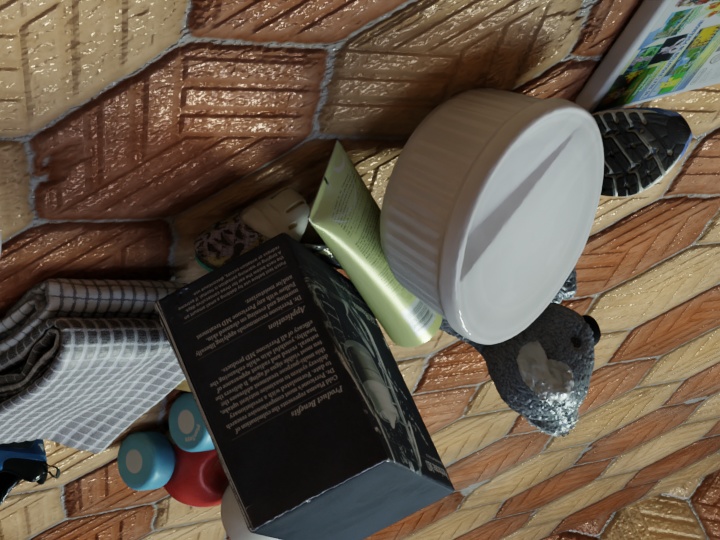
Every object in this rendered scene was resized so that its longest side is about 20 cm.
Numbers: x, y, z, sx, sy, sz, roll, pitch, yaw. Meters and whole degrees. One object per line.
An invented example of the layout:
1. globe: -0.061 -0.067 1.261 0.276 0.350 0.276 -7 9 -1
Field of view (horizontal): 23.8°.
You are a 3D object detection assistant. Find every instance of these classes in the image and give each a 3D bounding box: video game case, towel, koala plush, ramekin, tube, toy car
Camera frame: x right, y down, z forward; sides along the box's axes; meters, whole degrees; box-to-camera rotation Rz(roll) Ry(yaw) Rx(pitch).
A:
1. video game case: 0.289 -0.202 1.395 0.181 0.022 0.200 -16 160 -23
2. towel: -0.241 0.084 1.425 0.165 0.086 0.200 -1 151 -47
3. koala plush: 0.157 0.060 1.654 0.183 0.201 0.177 -23 161 -3
4. ramekin: 0.100 -0.051 1.345 0.202 0.094 0.203 -35 140 -37
5. tube: 0.009 -0.014 1.379 0.052 0.058 0.200 -32 137 1
6. toy car: -0.121 0.237 1.791 0.177 0.201 0.184 -37 157 33

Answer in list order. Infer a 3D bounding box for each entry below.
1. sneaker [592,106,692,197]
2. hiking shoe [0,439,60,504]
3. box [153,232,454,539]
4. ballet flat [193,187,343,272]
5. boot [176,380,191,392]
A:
1. sneaker: 0.220 -0.106 1.477 0.089 0.079 0.200 -31 -174 -30
2. hiking shoe: -0.371 0.193 1.552 0.199 0.087 0.074 -31 160 19
3. box: -0.040 0.102 1.336 0.124 0.197 0.200 -27 160 10
4. ballet flat: -0.052 -0.036 1.386 0.200 0.072 0.072 -2 151 -48
5. boot: -0.110 0.066 1.574 0.175 0.066 0.200 -23 164 26
